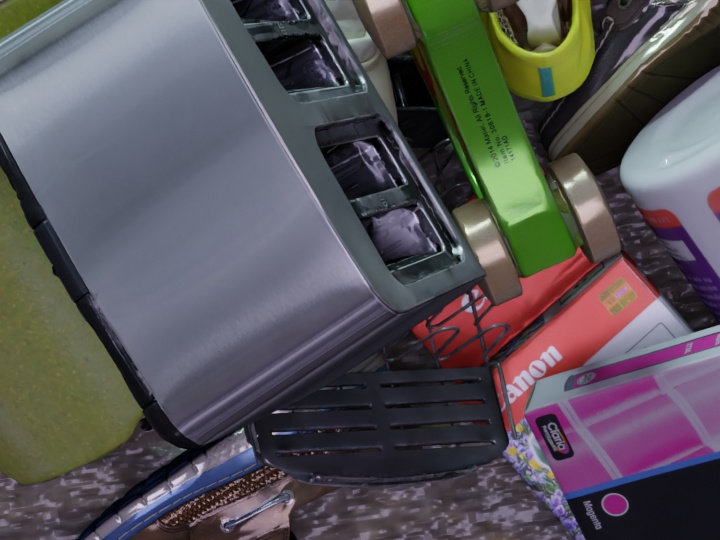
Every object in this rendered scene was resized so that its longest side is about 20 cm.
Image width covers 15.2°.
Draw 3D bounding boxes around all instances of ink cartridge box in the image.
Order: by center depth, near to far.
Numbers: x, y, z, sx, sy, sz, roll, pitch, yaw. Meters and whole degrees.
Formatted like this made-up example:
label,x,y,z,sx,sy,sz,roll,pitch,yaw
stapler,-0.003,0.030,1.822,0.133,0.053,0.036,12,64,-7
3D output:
label,x,y,z,sx,sy,sz,roll,pitch,yaw
ink cartridge box,0.181,0.069,1.218,0.199,0.037,0.095,-19,111,23
ink cartridge box,0.108,0.051,1.303,0.109,0.050,0.200,-41,93,6

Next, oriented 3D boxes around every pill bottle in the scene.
label,x,y,z,sx,sy,sz,roll,pitch,yaw
pill bottle,0.218,0.002,1.255,0.111,0.111,0.200,-35,106,5

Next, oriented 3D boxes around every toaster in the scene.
label,x,y,z,sx,sy,sz,roll,pitch,yaw
toaster,-0.057,-0.037,1.088,0.118,0.200,0.181,-32,86,19

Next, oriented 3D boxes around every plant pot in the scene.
label,x,y,z,sx,sy,sz,roll,pitch,yaw
plant pot,-0.158,-0.011,1.254,0.200,0.200,0.185,-31,104,5

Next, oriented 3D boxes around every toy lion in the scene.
label,x,y,z,sx,sy,sz,roll,pitch,yaw
toy lion,0.036,-0.107,1.202,0.068,0.192,0.201,-24,113,0

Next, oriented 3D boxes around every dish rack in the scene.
label,x,y,z,sx,sy,sz,roll,pitch,yaw
dish rack,0.000,0.000,1.246,0.153,0.055,0.201,-2,67,-27

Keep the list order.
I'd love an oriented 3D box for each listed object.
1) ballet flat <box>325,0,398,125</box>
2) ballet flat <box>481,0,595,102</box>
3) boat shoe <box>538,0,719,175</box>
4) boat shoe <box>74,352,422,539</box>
label,x,y,z,sx,sy,sz,roll,pitch,yaw
ballet flat,-0.040,-0.136,1.226,0.069,0.069,0.200,-40,74,5
ballet flat,0.075,-0.179,1.254,0.066,0.067,0.201,-9,80,7
boat shoe,0.152,-0.131,1.281,0.201,0.072,0.066,-48,62,18
boat shoe,-0.059,0.115,1.306,0.200,0.072,0.073,-35,94,5
